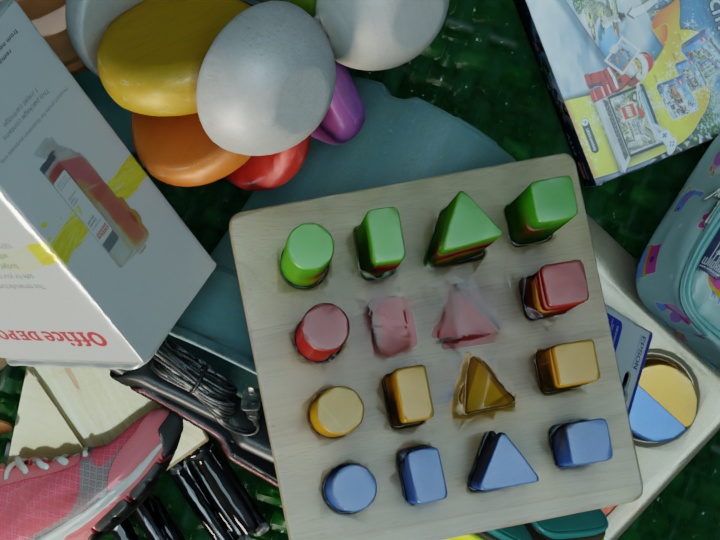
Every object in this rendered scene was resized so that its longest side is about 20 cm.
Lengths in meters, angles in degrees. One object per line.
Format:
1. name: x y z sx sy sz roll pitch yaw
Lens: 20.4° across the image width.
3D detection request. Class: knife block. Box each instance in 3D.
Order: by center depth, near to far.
1. knife block: -0.131 0.092 1.278 0.175 0.064 0.200 11 90 -7

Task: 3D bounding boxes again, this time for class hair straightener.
1. hair straightener: -0.077 0.074 1.183 0.200 0.077 0.041 35 58 -5

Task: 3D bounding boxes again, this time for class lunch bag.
1. lunch bag: 0.286 0.002 1.291 0.200 0.077 0.161 38 82 -21

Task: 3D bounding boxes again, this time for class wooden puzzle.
1. wooden puzzle: 0.136 0.083 1.314 0.185 0.046 0.200 42 87 -5

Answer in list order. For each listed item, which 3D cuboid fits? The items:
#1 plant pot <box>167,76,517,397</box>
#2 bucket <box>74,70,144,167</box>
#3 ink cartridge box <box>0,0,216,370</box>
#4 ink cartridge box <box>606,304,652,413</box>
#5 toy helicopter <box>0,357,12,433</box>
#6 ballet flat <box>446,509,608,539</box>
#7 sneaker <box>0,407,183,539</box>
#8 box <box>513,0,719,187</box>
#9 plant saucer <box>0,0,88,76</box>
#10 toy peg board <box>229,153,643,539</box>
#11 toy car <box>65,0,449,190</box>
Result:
1. plant pot: 0.000 0.000 1.235 0.200 0.200 0.196 30 80 -6
2. bucket: -0.133 -0.161 1.235 0.207 0.135 0.208 0 91 -7
3. ink cartridge box: -0.196 -0.044 1.108 0.083 0.145 0.200 -54 125 -30
4. ink cartridge box: 0.110 0.055 1.221 0.039 0.200 0.100 11 79 37
5. toy helicopter: -0.290 0.061 1.242 0.200 0.079 0.132 -26 60 14
6. ballet flat: 0.083 0.164 1.220 0.067 0.200 0.067 -47 58 19
7. sneaker: -0.196 0.139 1.205 0.200 0.074 0.087 -41 87 -5
8. box: 0.178 -0.172 1.316 0.136 0.038 0.200 -21 93 -5
9. plant saucer: -0.206 -0.204 1.140 0.200 0.037 0.201 0 93 -4
10. toy peg board: 0.044 0.044 1.080 0.200 0.098 0.200 -11 84 -5
11. toy car: -0.049 -0.122 1.108 0.200 0.175 0.150 -38 136 -22
